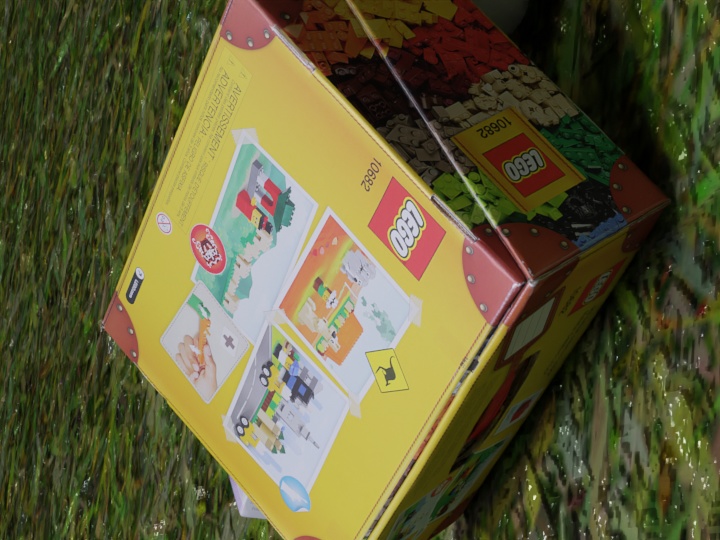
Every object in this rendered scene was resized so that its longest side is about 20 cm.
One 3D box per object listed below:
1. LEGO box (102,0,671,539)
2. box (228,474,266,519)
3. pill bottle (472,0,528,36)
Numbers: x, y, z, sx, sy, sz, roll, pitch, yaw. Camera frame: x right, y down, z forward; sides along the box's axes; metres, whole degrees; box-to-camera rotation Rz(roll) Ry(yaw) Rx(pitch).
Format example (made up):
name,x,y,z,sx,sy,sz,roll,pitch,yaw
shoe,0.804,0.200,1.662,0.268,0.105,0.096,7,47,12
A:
name,x,y,z,sx,sy,sz,roll,pitch,yaw
LEGO box,0.000,0.000,0.783,0.149,0.077,0.200,48,140,17
box,-0.055,0.059,1.109,0.200,0.041,0.039,-112,36,-60
pill bottle,0.016,-0.161,0.866,0.112,0.112,0.200,156,120,-70
